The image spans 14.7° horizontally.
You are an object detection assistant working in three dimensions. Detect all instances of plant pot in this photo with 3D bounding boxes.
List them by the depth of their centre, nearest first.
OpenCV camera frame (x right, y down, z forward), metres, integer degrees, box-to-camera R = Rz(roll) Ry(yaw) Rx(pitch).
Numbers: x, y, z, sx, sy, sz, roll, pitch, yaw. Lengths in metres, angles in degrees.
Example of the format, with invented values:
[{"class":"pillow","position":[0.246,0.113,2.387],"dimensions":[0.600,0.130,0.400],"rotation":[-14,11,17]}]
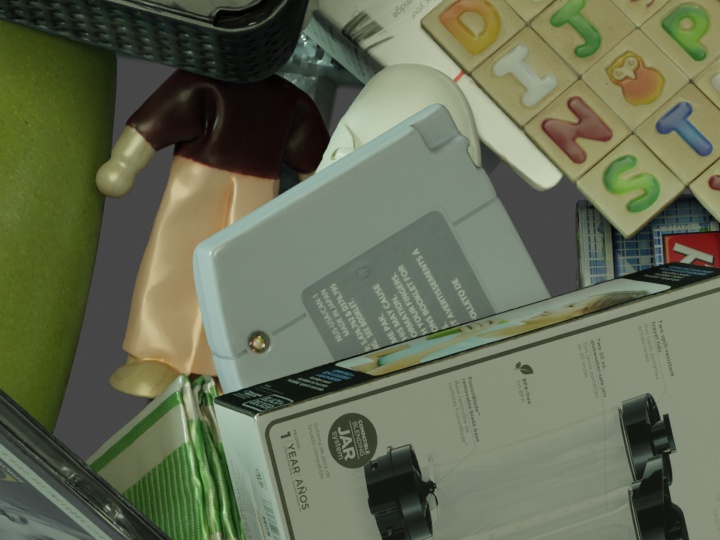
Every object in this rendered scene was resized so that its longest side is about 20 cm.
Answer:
[{"class":"plant pot","position":[-0.184,-0.025,1.190],"dimensions":[0.187,0.187,0.200],"rotation":[18,62,11]}]

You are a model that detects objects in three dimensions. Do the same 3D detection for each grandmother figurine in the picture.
[{"class":"grandmother figurine","position":[-0.054,-0.044,1.199],"dimensions":[0.061,0.121,0.200],"rotation":[12,95,42]}]

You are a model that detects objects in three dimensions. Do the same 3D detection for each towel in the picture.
[{"class":"towel","position":[-0.078,0.160,1.133],"dimensions":[0.023,0.153,0.200],"rotation":[0,66,-33]}]

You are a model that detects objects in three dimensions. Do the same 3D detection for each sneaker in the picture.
[{"class":"sneaker","position":[0.000,0.000,1.139],"dimensions":[0.073,0.085,0.200],"rotation":[12,75,15]}]

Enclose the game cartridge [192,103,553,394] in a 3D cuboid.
[{"class":"game cartridge","position":[0.022,0.053,1.089],"dimensions":[0.133,0.040,0.200],"rotation":[-32,102,-18]}]

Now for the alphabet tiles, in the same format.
[{"class":"alphabet tiles","position":[0.130,-0.114,1.190],"dimensions":[0.166,0.006,0.200],"rotation":[-41,73,-7]}]

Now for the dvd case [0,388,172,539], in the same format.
[{"class":"dvd case","position":[-0.166,0.077,1.096],"dimensions":[0.200,0.149,0.016],"rotation":[5,58,44]}]

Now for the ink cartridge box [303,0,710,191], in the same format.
[{"class":"ink cartridge box","position":[0.046,-0.124,1.240],"dimensions":[0.200,0.067,0.116],"rotation":[42,81,16]}]

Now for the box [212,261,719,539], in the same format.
[{"class":"box","position":[0.057,0.078,1.053],"dimensions":[0.200,0.060,0.117],"rotation":[-17,99,-17]}]

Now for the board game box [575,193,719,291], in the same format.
[{"class":"board game box","position":[0.145,0.058,1.178],"dimensions":[0.200,0.062,0.200],"rotation":[-4,73,4]}]

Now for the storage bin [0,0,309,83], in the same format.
[{"class":"storage bin","position":[-0.110,-0.169,1.130],"dimensions":[0.200,0.094,0.135],"rotation":[15,81,3]}]
